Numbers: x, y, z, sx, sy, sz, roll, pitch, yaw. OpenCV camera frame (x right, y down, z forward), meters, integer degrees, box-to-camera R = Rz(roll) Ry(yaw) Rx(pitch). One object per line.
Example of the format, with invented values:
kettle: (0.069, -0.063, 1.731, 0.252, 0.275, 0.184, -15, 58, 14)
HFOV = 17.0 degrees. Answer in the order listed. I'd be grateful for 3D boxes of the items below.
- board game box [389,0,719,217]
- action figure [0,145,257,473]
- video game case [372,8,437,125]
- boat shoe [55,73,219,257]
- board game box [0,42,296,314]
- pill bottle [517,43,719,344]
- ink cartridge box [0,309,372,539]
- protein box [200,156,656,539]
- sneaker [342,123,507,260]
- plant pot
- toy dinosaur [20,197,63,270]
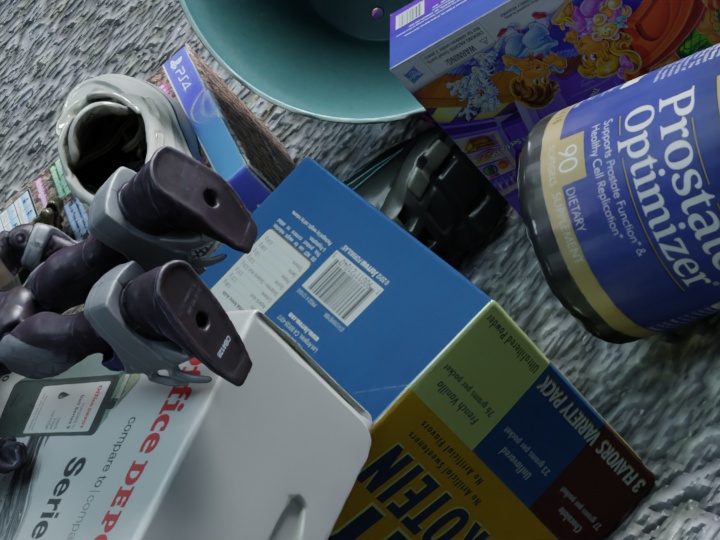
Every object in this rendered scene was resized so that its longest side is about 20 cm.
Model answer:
board game box: (0.132, -0.112, 1.153, 0.199, 0.134, 0.045, -28, 36, 25)
action figure: (-0.129, 0.022, 0.953, 0.199, 0.069, 0.131, -18, 45, 40)
video game case: (0.069, -0.168, 1.377, 0.182, 0.036, 0.200, -51, 33, -9)
boat shoe: (-0.130, -0.064, 1.273, 0.072, 0.066, 0.200, -40, 33, 7)
board game box: (-0.125, -0.001, 1.351, 0.200, 0.097, 0.160, -40, 33, 7)
pill bottle: (0.178, -0.048, 1.052, 0.199, 0.112, 0.112, -22, 39, 32)
ink cartridge box: (-0.111, 0.098, 0.983, 0.199, 0.084, 0.147, -6, 49, 44)
protein box: (-0.016, 0.090, 1.092, 0.200, 0.135, 0.198, -46, 33, -3)
sneaker: (0.000, 0.000, 1.250, 0.200, 0.076, 0.079, -44, 20, -14)
plant pot: (0.005, -0.174, 1.278, 0.200, 0.200, 0.135, -42, -3, 4)
toy dinosaur: (-0.242, 0.019, 1.336, 0.199, 0.058, 0.101, -15, 27, 29)
